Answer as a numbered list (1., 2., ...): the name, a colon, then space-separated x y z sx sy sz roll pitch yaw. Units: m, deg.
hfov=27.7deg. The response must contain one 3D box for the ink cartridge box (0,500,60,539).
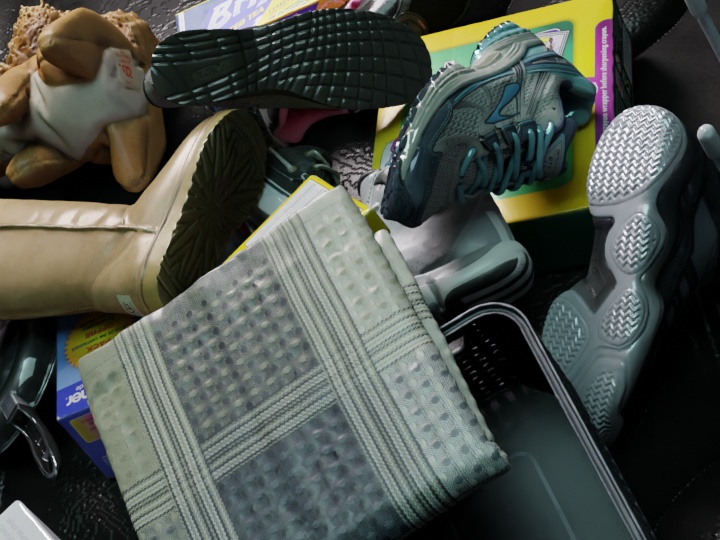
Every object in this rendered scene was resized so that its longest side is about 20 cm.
1. ink cartridge box: -0.221 0.256 0.836 0.200 0.084 0.145 -44 45 -13

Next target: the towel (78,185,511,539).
1. towel: -0.042 0.074 0.769 0.192 0.035 0.200 -34 56 8

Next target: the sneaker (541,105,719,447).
1. sneaker: 0.178 0.012 0.849 0.075 0.114 0.201 17 95 56

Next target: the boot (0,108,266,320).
1. boot: -0.180 -0.038 0.990 0.199 0.066 0.175 0 48 31

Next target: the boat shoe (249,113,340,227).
1. boat shoe: -0.050 -0.061 1.036 0.071 0.072 0.200 -43 49 -8

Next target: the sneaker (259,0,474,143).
1. sneaker: 0.004 -0.161 1.112 0.200 0.079 0.096 -28 49 14

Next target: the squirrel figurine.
1. squirrel figurine: -0.259 -0.137 1.207 0.186 0.142 0.200 -21 29 25

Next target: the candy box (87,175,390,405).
1. candy box: -0.075 0.029 0.864 0.200 0.026 0.102 -45 28 -4

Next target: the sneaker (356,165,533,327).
1. sneaker: 0.000 0.000 0.909 0.199 0.075 0.116 -23 62 5

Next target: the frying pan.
1. frying pan: -0.241 0.099 0.997 0.115 0.031 0.190 -47 30 26

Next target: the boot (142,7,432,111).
1. boot: -0.056 -0.145 1.039 0.199 0.068 0.131 -2 4 -7

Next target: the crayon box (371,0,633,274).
1. crayon box: 0.096 -0.086 0.996 0.172 0.058 0.201 -11 48 22

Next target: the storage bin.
1. storage bin: 0.072 0.136 0.750 0.135 0.094 0.200 -30 55 7

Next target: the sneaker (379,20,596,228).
1. sneaker: 0.083 -0.083 0.870 0.086 0.078 0.200 29 45 13

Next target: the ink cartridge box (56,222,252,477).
1. ink cartridge box: -0.131 0.048 0.987 0.136 0.076 0.200 -23 45 9

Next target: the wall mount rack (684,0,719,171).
1. wall mount rack: 0.251 -0.074 0.838 0.173 0.075 0.200 16 48 -12

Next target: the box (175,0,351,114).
1. box: -0.047 -0.204 1.179 0.199 0.064 0.070 -22 43 10
